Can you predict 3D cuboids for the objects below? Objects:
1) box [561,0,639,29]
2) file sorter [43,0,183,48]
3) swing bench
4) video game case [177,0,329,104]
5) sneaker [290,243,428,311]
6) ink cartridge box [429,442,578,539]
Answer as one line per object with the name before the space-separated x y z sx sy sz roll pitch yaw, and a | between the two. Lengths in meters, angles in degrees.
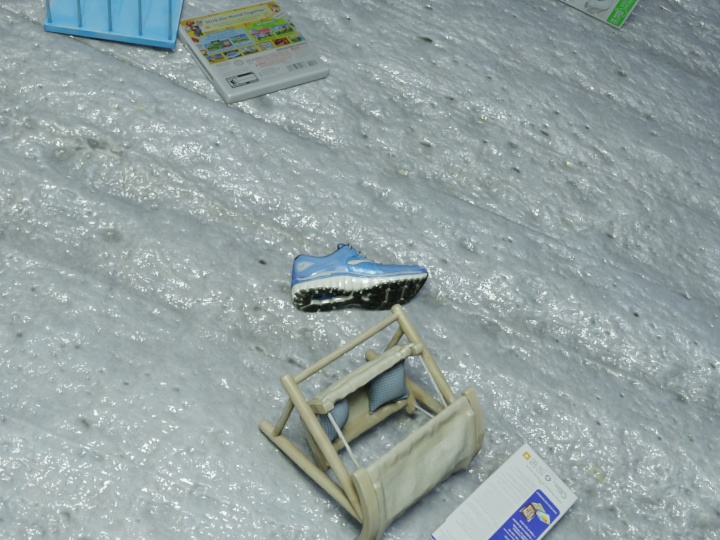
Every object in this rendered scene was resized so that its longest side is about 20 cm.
box | 0.497 -0.628 1.869 0.175 0.097 0.201 25 51 -4
file sorter | -0.377 -0.447 1.378 0.198 0.123 0.140 6 53 -8
swing bench | 0.024 0.184 1.060 0.198 0.130 0.200 -30 69 -35
video game case | -0.179 -0.363 1.466 0.199 0.023 0.182 -23 66 -32
sneaker | 0.000 0.000 1.223 0.198 0.079 0.090 0 57 -20
ink cartridge box | 0.173 0.304 1.087 0.199 0.037 0.095 -31 71 -38
